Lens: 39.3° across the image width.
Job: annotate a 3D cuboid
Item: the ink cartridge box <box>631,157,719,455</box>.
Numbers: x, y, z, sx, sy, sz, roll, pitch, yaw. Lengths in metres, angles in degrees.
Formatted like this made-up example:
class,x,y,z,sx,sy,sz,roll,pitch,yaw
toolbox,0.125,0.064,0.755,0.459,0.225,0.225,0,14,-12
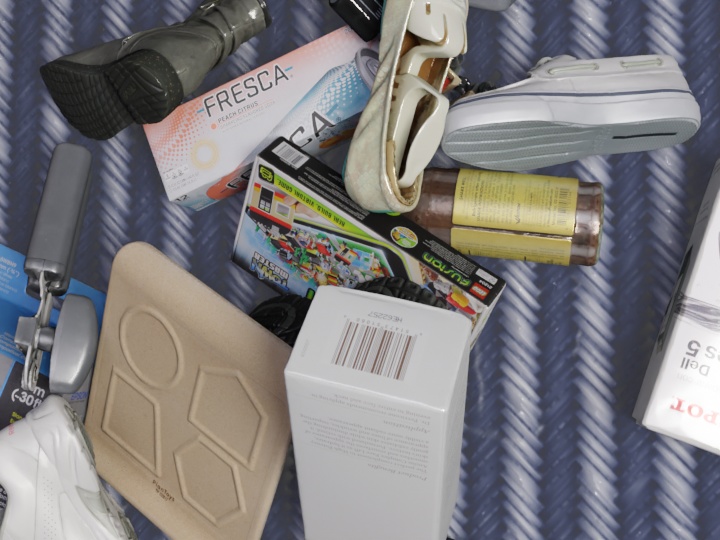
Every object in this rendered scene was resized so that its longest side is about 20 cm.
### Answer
class,x,y,z,sx,sy,sz,roll,pitch,yaw
ink cartridge box,0.287,0.035,0.689,0.143,0.084,0.203,18,89,12

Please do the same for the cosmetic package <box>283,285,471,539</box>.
class,x,y,z,sx,sy,sz,roll,pitch,yaw
cosmetic package,0.013,0.109,0.648,0.100,0.202,0.075,13,50,12

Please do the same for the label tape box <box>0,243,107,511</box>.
class,x,y,z,sx,sy,sz,roll,pitch,yaw
label tape box,-0.294,0.093,0.812,0.142,0.063,0.203,23,91,11

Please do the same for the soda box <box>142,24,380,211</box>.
class,x,y,z,sx,sy,sz,roll,pitch,yaw
soda box,-0.064,-0.118,0.782,0.197,0.064,0.069,-24,81,9

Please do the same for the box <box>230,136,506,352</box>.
class,x,y,z,sx,sy,sz,roll,pitch,yaw
box,0.000,0.000,0.743,0.198,0.035,0.111,33,134,12

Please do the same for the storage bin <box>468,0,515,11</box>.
class,x,y,z,sx,sy,sz,roll,pitch,yaw
storage bin,0.053,-0.279,0.746,0.197,0.146,0.137,16,116,12

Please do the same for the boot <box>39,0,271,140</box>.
class,x,y,z,sx,sy,sz,roll,pitch,yaw
boot,-0.160,-0.167,0.800,0.198,0.068,0.131,7,42,47

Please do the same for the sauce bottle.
class,x,y,z,sx,sy,sz,roll,pitch,yaw
sauce bottle,0.079,-0.045,0.747,0.196,0.065,0.066,8,87,11

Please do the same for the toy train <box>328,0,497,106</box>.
class,x,y,z,sx,sy,sz,roll,pitch,yaw
toy train,0.048,-0.149,0.735,0.199,0.034,0.046,42,63,-17

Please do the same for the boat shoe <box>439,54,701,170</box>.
class,x,y,z,sx,sy,sz,roll,pitch,yaw
boat shoe,0.145,-0.119,0.728,0.196,0.074,0.068,-3,66,-16

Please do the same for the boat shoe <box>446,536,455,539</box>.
class,x,y,z,sx,sy,sz,roll,pitch,yaw
boat shoe,0.047,0.232,0.730,0.196,0.069,0.086,15,89,12

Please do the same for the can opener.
class,x,y,z,sx,sy,sz,roll,pitch,yaw
can opener,-0.225,-0.001,0.785,0.066,0.053,0.203,10,64,-8

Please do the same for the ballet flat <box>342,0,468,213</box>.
class,x,y,z,sx,sy,sz,roll,pitch,yaw
ballet flat,0.043,-0.135,0.682,0.062,0.067,0.204,22,101,45

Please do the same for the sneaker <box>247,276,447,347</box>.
class,x,y,z,sx,sy,sz,roll,pitch,yaw
sneaker,-0.003,0.062,0.724,0.198,0.091,0.076,-4,39,42

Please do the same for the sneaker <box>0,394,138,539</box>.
class,x,y,z,sx,sy,sz,roll,pitch,yaw
sneaker,-0.226,0.199,0.758,0.098,0.078,0.203,-23,102,-11

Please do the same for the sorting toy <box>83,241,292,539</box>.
class,x,y,z,sx,sy,sz,roll,pitch,yaw
sorting toy,-0.127,0.104,0.753,0.184,0.036,0.203,33,120,22
